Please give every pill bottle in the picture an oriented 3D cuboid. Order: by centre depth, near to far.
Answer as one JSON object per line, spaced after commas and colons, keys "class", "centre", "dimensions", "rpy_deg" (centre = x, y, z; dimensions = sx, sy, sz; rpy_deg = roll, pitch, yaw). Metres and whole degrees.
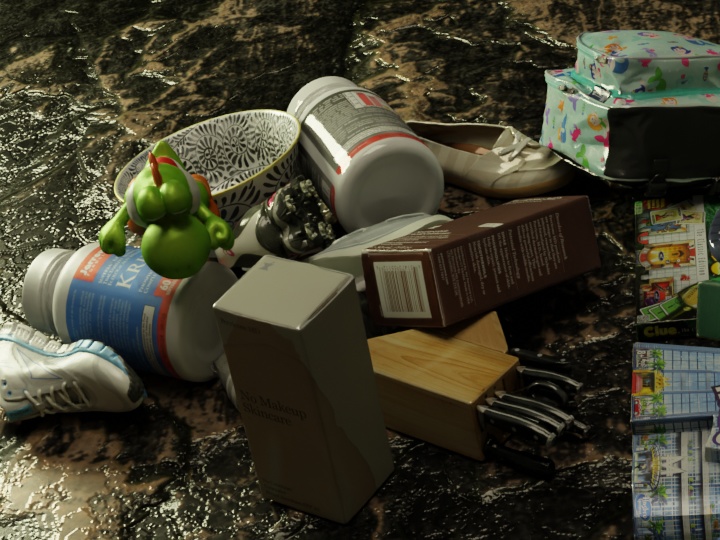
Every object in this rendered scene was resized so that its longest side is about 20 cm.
{"class": "pill bottle", "centre": [-0.216, 0.034, 1.723], "dimensions": [0.199, 0.113, 0.112], "rpy_deg": [9, 39, 31]}
{"class": "pill bottle", "centre": [-0.002, -0.117, 1.868], "dimensions": [0.115, 0.117, 0.200], "rpy_deg": [-20, 34, -11]}

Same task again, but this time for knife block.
{"class": "knife block", "centre": [0.085, 0.115, 1.535], "dimensions": [0.198, 0.064, 0.176], "rpy_deg": [-12, 32, 1]}

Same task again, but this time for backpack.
{"class": "backpack", "centre": [0.269, -0.156, 1.789], "dimensions": [0.176, 0.152, 0.200], "rpy_deg": [-3, 10, -22]}

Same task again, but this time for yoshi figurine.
{"class": "yoshi figurine", "centre": [-0.172, -0.039, 1.657], "dimensions": [0.113, 0.112, 0.200], "rpy_deg": [-51, 5, 0]}

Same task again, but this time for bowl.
{"class": "bowl", "centre": [-0.141, -0.076, 1.867], "dimensions": [0.199, 0.095, 0.201], "rpy_deg": [-15, 27, 8]}

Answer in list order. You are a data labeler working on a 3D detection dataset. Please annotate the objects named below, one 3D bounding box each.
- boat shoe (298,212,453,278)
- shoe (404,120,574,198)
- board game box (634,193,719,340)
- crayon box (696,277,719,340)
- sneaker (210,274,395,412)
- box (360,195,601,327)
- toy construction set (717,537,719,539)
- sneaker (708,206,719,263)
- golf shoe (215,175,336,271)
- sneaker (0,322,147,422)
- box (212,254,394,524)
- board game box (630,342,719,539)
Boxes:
{"class": "boat shoe", "centre": [0.000, -0.001, 1.751], "dimensions": [0.200, 0.071, 0.071], "rpy_deg": [-22, 16, -12]}
{"class": "shoe", "centre": [0.124, -0.117, 1.881], "dimensions": [0.199, 0.054, 0.070], "rpy_deg": [10, 39, 31]}
{"class": "board game box", "centre": [0.302, -0.007, 1.681], "dimensions": [0.104, 0.024, 0.201], "rpy_deg": [-4, 34, 10]}
{"class": "crayon box", "centre": [0.389, 0.035, 1.491], "dimensions": [0.126, 0.051, 0.199], "rpy_deg": [-9, 13, -44]}
{"class": "sneaker", "centre": [-0.049, 0.050, 1.669], "dimensions": [0.199, 0.075, 0.082], "rpy_deg": [-29, 38, -22]}
{"class": "box", "centre": [0.109, -0.010, 1.643], "dimensions": [0.199, 0.076, 0.100], "rpy_deg": [-17, 10, -38]}
{"class": "toy construction set", "centre": [0.360, 0.189, 1.301], "dimensions": [0.199, 0.092, 0.131], "rpy_deg": [-33, 44, -8]}
{"class": "sneaker", "centre": [0.367, -0.037, 1.624], "dimensions": [0.073, 0.083, 0.200], "rpy_deg": [9, 29, 32]}
{"class": "golf shoe", "centre": [-0.080, -0.041, 1.773], "dimensions": [0.088, 0.078, 0.200], "rpy_deg": [-25, -3, 12]}
{"class": "sneaker", "centre": [-0.280, 0.109, 1.683], "dimensions": [0.199, 0.075, 0.087], "rpy_deg": [7, 45, 40]}
{"class": "box", "centre": [-0.043, 0.095, 1.484], "dimensions": [0.094, 0.201, 0.078], "rpy_deg": [12, 41, 34]}
{"class": "board game box", "centre": [0.312, 0.130, 1.433], "dimensions": [0.198, 0.062, 0.201], "rpy_deg": [-6, 33, 13]}
